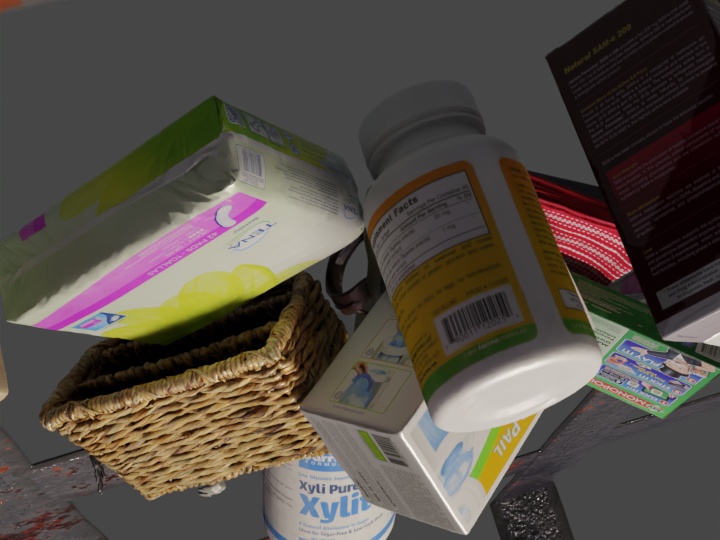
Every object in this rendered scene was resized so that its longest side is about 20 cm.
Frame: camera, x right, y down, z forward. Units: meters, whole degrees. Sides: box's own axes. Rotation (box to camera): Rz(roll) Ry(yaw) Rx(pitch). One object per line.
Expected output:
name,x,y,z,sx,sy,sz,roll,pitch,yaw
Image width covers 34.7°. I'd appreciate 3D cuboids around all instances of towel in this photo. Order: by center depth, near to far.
towel,0.146,-0.025,0.893,0.142,0.023,0.200,22,167,0

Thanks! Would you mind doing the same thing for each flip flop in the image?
flip flop,0.000,0.000,0.903,0.056,0.082,0.201,0,153,0

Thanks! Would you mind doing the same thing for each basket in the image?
basket,-0.118,0.065,0.872,0.197,0.145,0.149,-17,142,18

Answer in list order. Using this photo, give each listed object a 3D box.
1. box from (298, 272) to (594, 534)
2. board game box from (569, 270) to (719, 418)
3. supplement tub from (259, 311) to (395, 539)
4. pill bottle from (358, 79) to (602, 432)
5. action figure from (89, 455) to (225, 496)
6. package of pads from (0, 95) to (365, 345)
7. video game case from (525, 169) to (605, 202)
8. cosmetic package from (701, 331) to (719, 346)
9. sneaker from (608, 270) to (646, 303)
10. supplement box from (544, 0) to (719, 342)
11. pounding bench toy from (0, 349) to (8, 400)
box,0.068,0.067,0.830,0.100,0.201,0.113,7,140,45
board game box,0.189,0.054,0.964,0.197,0.029,0.135,24,157,2
supplement tub,-0.028,0.154,1.031,0.130,0.133,0.203,-13,131,-16
pill bottle,0.065,-0.013,0.723,0.109,0.203,0.111,-16,157,-7
action figure,-0.165,0.166,1.139,0.196,0.104,0.119,-13,-179,-12
package of pads,-0.112,-0.021,0.745,0.198,0.069,0.154,-28,158,25
video game case,0.185,-0.037,0.931,0.141,0.019,0.200,16,172,23
cosmetic package,0.280,-0.059,0.807,0.122,0.203,0.198,-31,157,27
sneaker,0.251,0.040,1.076,0.197,0.090,0.082,-17,160,-7
supplement box,0.201,-0.070,0.702,0.108,0.203,0.060,-31,157,34
pounding bench toy,-0.328,0.047,0.640,0.198,0.126,0.155,-30,158,30
